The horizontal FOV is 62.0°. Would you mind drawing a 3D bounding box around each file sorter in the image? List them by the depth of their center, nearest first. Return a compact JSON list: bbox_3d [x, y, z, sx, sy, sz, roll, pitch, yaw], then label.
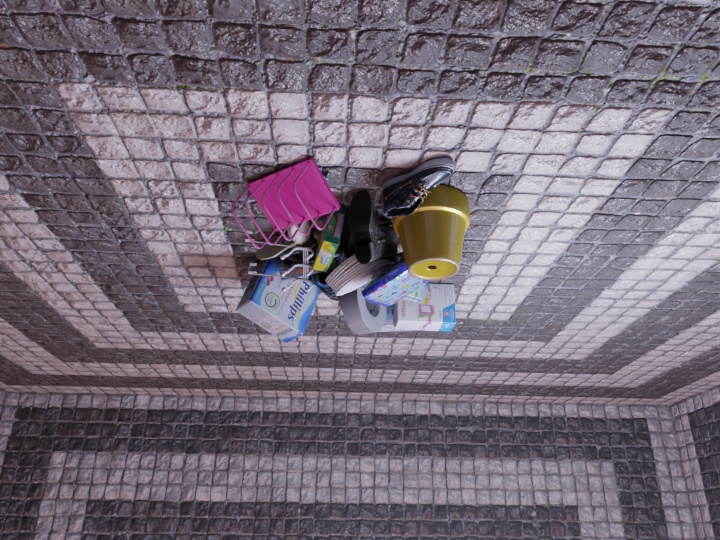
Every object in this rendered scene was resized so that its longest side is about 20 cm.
[{"bbox_3d":[-0.180,-0.148,1.406,0.200,0.126,0.139,-15,119,30],"label":"file sorter"}]

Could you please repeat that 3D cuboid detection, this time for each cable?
[{"bbox_3d":[0.000,0.000,1.702,0.200,0.069,0.200,-37,170,34],"label":"cable"}]

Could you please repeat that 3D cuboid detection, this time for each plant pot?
[{"bbox_3d":[0.180,-0.086,1.522,0.200,0.189,0.201,1,156,1],"label":"plant pot"}]

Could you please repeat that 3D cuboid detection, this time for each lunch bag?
[{"bbox_3d":[0.091,0.031,1.639,0.150,0.094,0.200,-33,172,13],"label":"lunch bag"},{"bbox_3d":[0.101,0.043,1.865,0.160,0.083,0.200,8,174,27],"label":"lunch bag"}]

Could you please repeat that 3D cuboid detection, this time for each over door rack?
[{"bbox_3d":[-0.229,-0.016,1.652,0.200,0.067,0.148,15,139,8],"label":"over door rack"}]

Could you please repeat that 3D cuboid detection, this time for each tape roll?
[{"bbox_3d":[0.010,0.103,1.918,0.066,0.201,0.200,-13,152,26],"label":"tape roll"}]

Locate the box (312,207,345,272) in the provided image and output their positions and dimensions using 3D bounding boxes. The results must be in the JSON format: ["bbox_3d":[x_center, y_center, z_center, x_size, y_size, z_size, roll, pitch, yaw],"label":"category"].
[{"bbox_3d":[-0.088,-0.078,1.626,0.048,0.118,0.200,15,154,-9],"label":"box"}]

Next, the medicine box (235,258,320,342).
[{"bbox_3d":[-0.251,0.089,1.853,0.200,0.182,0.103,36,141,-21],"label":"medicine box"}]

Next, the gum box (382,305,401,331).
[{"bbox_3d":[0.104,0.153,2.126,0.199,0.114,0.066,-3,155,8],"label":"gum box"}]

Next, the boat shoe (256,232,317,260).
[{"bbox_3d":[-0.215,-0.064,1.714,0.200,0.072,0.068,-18,145,31],"label":"boat shoe"}]

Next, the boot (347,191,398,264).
[{"bbox_3d":[0.042,-0.110,1.575,0.069,0.201,0.174,3,-169,31],"label":"boot"}]

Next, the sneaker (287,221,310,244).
[{"bbox_3d":[-0.163,-0.145,1.555,0.072,0.072,0.200,39,148,16],"label":"sneaker"}]

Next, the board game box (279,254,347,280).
[{"bbox_3d":[-0.123,-0.012,1.785,0.200,0.035,0.135,-12,-177,27],"label":"board game box"}]

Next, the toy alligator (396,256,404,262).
[{"bbox_3d":[0.165,-0.028,1.818,0.199,0.059,0.054,3,-160,10],"label":"toy alligator"}]

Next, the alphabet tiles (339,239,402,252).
[{"bbox_3d":[0.025,-0.079,1.755,0.167,0.008,0.200,-17,150,34],"label":"alphabet tiles"}]

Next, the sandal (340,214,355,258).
[{"bbox_3d":[-0.020,-0.089,1.646,0.048,0.075,0.200,-18,162,-14],"label":"sandal"}]

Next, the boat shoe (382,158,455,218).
[{"bbox_3d":[0.138,-0.189,1.415,0.200,0.091,0.071,-19,149,36],"label":"boat shoe"}]

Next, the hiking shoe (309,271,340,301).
[{"bbox_3d":[-0.086,0.048,1.951,0.200,0.075,0.087,14,153,-27],"label":"hiking shoe"}]

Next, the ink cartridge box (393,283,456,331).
[{"bbox_3d":[0.213,0.122,2.021,0.199,0.145,0.085,2,155,-4],"label":"ink cartridge box"}]
